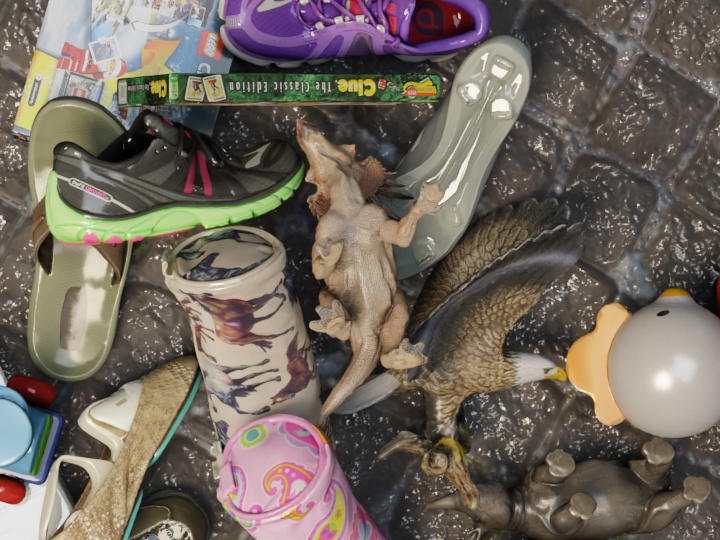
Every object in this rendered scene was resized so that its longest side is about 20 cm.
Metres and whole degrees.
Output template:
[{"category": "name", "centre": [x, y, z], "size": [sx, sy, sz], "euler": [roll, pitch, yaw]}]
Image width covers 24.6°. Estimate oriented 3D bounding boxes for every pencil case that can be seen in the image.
[{"category": "pencil case", "centre": [-0.026, 0.182, 1.113], "size": [0.087, 0.087, 0.200], "euler": [-37, 137, -9]}, {"category": "pencil case", "centre": [-0.076, 0.061, 1.114], "size": [0.089, 0.078, 0.201], "euler": [-19, 126, -9]}]

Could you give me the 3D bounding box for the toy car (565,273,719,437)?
[{"category": "toy car", "centre": [0.243, 0.050, 1.157], "size": [0.198, 0.184, 0.178], "euler": [3, 87, -9]}]

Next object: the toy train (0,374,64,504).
[{"category": "toy train", "centre": [-0.297, 0.087, 1.068], "size": [0.198, 0.116, 0.085], "euler": [17, 80, -3]}]

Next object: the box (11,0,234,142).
[{"category": "box", "centre": [-0.155, -0.173, 1.178], "size": [0.136, 0.038, 0.202], "euler": [16, 85, -9]}]

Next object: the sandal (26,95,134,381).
[{"category": "sandal", "centre": [-0.193, -0.018, 1.138], "size": [0.079, 0.057, 0.203], "euler": [3, 101, -3]}]

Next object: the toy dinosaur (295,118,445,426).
[{"category": "toy dinosaur", "centre": [0.000, 0.000, 1.116], "size": [0.085, 0.136, 0.202], "euler": [1, 95, -9]}]

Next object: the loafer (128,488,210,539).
[{"category": "loafer", "centre": [-0.188, 0.225, 1.139], "size": [0.200, 0.070, 0.075], "euler": [-42, 94, -9]}]

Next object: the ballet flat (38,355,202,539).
[{"category": "ballet flat", "centre": [-0.169, 0.128, 1.118], "size": [0.065, 0.070, 0.201], "euler": [32, 54, -15]}]

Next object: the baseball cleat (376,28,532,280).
[{"category": "baseball cleat", "centre": [0.071, -0.082, 1.197], "size": [0.070, 0.106, 0.201], "euler": [35, 113, 1]}]

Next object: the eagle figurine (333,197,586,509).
[{"category": "eagle figurine", "centre": [0.083, 0.044, 1.158], "size": [0.150, 0.151, 0.202], "euler": [0, 106, -44]}]

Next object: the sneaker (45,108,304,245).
[{"category": "sneaker", "centre": [-0.119, -0.069, 1.112], "size": [0.199, 0.076, 0.085], "euler": [-13, 99, -39]}]

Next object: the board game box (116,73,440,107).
[{"category": "board game box", "centre": [-0.056, -0.123, 1.131], "size": [0.199, 0.105, 0.024], "euler": [-3, 97, -27]}]

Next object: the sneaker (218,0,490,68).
[{"category": "sneaker", "centre": [-0.001, -0.185, 1.167], "size": [0.198, 0.083, 0.081], "euler": [-4, 97, -17]}]

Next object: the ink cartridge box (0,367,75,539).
[{"category": "ink cartridge box", "centre": [-0.305, 0.131, 1.144], "size": [0.159, 0.047, 0.201], "euler": [-27, 83, -9]}]

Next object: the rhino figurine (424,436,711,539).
[{"category": "rhino figurine", "centre": [0.144, 0.165, 1.188], "size": [0.198, 0.088, 0.060], "euler": [-4, 67, -10]}]
